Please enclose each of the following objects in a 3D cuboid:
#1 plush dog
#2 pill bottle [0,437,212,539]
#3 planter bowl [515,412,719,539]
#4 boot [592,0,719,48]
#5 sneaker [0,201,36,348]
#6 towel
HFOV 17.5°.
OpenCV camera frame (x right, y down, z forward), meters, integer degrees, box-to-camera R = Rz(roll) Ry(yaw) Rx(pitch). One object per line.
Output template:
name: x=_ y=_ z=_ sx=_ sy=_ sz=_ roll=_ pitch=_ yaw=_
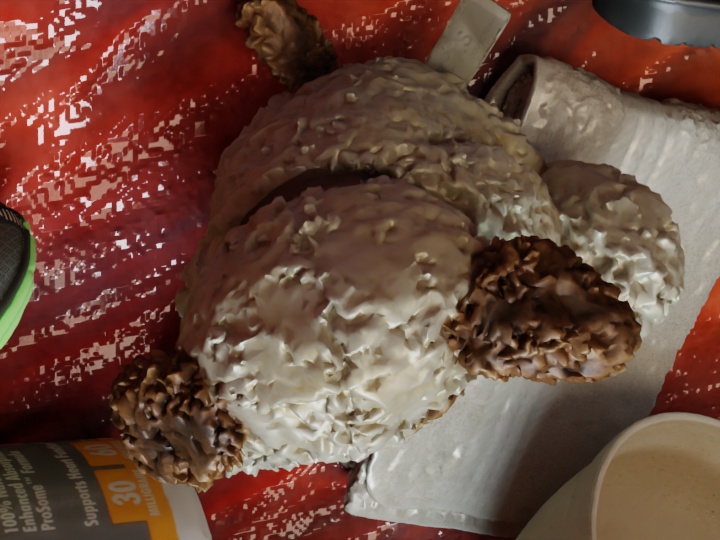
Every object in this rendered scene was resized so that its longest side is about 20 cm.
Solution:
plush dog: x=0.000 y=0.000 z=0.778 sx=0.200 sy=0.172 sz=0.161 roll=-21 pitch=114 yaw=11
pill bottle: x=-0.158 y=0.120 z=0.808 sx=0.200 sy=0.116 sz=0.117 roll=-2 pitch=118 yaw=-28
planter bowl: x=0.117 y=0.175 z=0.921 sx=0.200 sy=0.200 sz=0.135 roll=23 pitch=134 yaw=-36
boot: x=0.189 y=-0.165 z=0.856 sx=0.200 sy=0.076 sz=0.168 roll=1 pitch=120 yaw=-22
sneaker: x=-0.198 y=0.018 z=0.756 sx=0.200 sy=0.077 sz=0.084 roll=-22 pitch=124 yaw=-19
towel: x=0.075 y=0.017 z=0.927 sx=0.132 sy=0.034 sz=0.200 roll=12 pitch=112 yaw=-35
